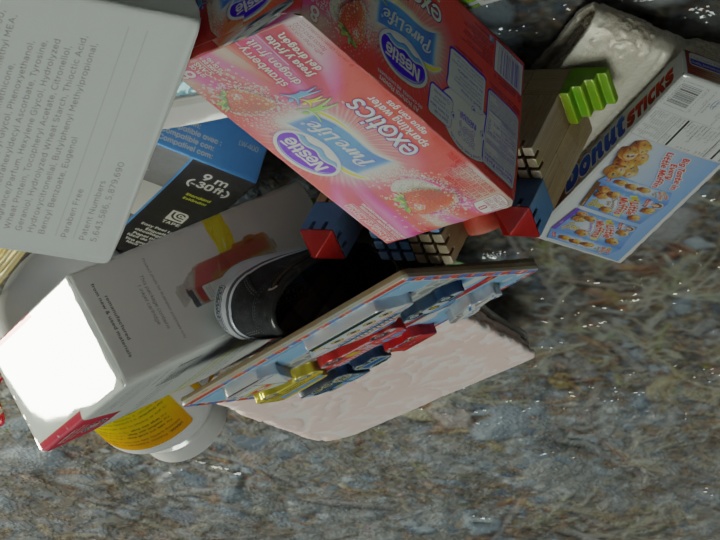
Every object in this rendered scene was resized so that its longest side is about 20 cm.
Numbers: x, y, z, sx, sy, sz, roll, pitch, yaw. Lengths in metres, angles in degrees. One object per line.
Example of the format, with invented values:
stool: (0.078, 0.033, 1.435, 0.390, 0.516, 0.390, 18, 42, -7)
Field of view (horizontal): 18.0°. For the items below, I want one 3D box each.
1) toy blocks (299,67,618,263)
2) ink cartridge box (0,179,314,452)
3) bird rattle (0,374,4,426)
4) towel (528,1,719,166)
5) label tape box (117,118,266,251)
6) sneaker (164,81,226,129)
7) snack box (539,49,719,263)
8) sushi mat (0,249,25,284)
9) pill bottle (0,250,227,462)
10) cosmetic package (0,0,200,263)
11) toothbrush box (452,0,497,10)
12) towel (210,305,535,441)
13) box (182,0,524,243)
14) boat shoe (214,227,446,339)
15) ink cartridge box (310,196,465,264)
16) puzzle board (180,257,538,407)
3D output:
toy blocks: (0.048, -0.062, 1.418, 0.200, 0.137, 0.100, 2, 135, 29)
ink cartridge box: (-0.126, 0.030, 1.527, 0.200, 0.083, 0.145, -24, 171, -37)
bird rattle: (-0.367, 0.057, 1.780, 0.163, 0.113, 0.200, -3, 162, 34)
towel: (0.164, -0.096, 1.480, 0.132, 0.035, 0.200, 15, 146, -18)
label tape box: (-0.143, -0.092, 1.504, 0.144, 0.063, 0.200, 21, 145, -24)
sneaker: (-0.068, -0.142, 1.410, 0.200, 0.074, 0.082, -13, 105, -6)
snack box: (0.186, -0.069, 1.465, 0.072, 0.024, 0.200, 16, 145, -19)
sushi mat: (-0.293, -0.014, 1.634, 0.096, 0.012, 0.200, 26, 122, -28)
pill bottle: (-0.180, 0.066, 1.717, 0.109, 0.109, 0.200, -10, 144, 24)
cosmetic package: (-0.214, -0.127, 1.204, 0.200, 0.165, 0.165, 9, 126, -25)
toothbrush box: (-0.015, -0.222, 1.258, 0.145, 0.086, 0.200, -13, 142, 26)
towel: (0.011, 0.069, 1.651, 0.191, 0.032, 0.200, -24, 159, 15)
box: (-0.003, -0.112, 1.255, 0.095, 0.103, 0.200, -18, 142, 33)
boat shoe: (0.000, 0.000, 1.478, 0.200, 0.070, 0.066, -16, -162, -37)
ink cartridge box: (-0.013, 0.005, 1.639, 0.104, 0.059, 0.200, 17, 147, -22)
puzzle board: (0.001, 0.044, 1.469, 0.200, 0.017, 0.151, -31, 165, 33)
